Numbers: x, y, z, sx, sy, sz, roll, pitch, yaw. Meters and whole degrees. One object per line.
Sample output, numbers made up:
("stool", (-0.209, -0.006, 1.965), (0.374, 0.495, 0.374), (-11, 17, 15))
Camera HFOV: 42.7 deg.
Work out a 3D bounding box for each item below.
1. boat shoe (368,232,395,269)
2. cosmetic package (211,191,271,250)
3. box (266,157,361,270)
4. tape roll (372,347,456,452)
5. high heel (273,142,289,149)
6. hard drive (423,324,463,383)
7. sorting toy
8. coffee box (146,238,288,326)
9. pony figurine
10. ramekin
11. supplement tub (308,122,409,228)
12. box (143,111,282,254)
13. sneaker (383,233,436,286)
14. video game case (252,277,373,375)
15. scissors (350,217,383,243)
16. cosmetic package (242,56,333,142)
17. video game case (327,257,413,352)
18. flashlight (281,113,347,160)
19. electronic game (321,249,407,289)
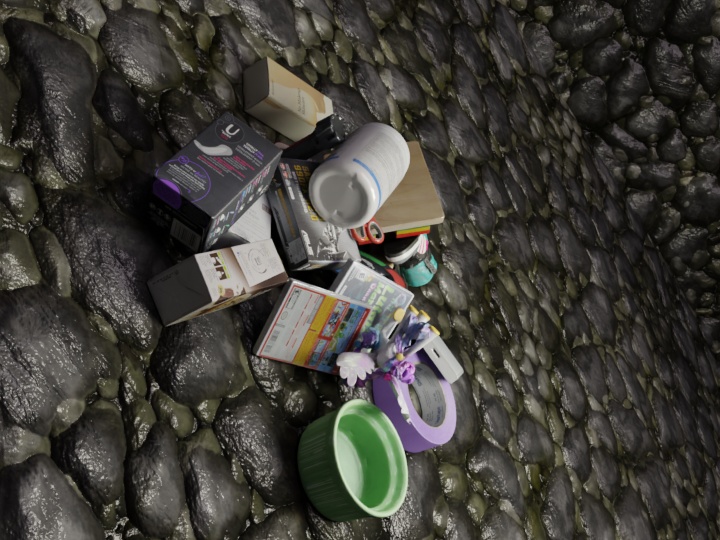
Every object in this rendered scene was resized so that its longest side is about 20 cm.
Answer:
("boat shoe", (0.053, -0.044, 1.971), (0.201, 0.072, 0.065), (-77, 169, -50))
("cosmetic package", (-0.212, -0.117, 1.609), (0.102, 0.074, 0.201), (33, 45, -42))
("box", (-0.089, -0.100, 1.662), (0.158, 0.048, 0.201), (-1, 69, -53))
("tape roll", (0.110, 0.257, 1.838), (0.200, 0.065, 0.201), (35, 41, -39))
("high heel", (-0.107, -0.172, 1.833), (0.200, 0.067, 0.096), (47, 4, -6))
("hard drive", (0.163, 0.170, 1.916), (0.132, 0.026, 0.200), (54, 6, 8))
("sorting toy", (0.042, -0.148, 1.830), (0.070, 0.199, 0.200), (95, -18, -56))
("coffee box", (-0.222, 0.016, 1.462), (0.200, 0.113, 0.080), (-17, 83, -58))
("pony figurine", (0.047, 0.158, 1.614), (0.166, 0.200, 0.193), (41, 5, -13))
("ramekin", (-0.017, 0.329, 1.567), (0.200, 0.097, 0.201), (35, 42, -39))
("supplement tub", (0.000, -0.174, 1.670), (0.132, 0.132, 0.200), (56, 35, -13))
("box", (-0.236, -0.141, 1.479), (0.122, 0.106, 0.200), (35, 50, 5))
("sneaker", (0.102, -0.020, 1.879), (0.200, 0.083, 0.121), (-53, 130, -64))
("video game case", (-0.080, 0.101, 1.599), (0.199, 0.144, 0.017), (20, 11, -43))
("scissors", (0.007, -0.133, 1.750), (0.073, 0.014, 0.201), (14, 52, -27))
("cosmetic package", (-0.143, -0.334, 1.862), (0.200, 0.071, 0.106), (25, 49, -47))
("video game case", (-0.011, 0.096, 1.677), (0.181, 0.201, 0.023), (29, 4, -44))
("flashlight", (-0.114, -0.228, 1.710), (0.068, 0.199, 0.068), (-25, 88, -60))
("electronic game", (0.000, 0.000, 1.787), (0.199, 0.042, 0.200), (23, 18, -8))
